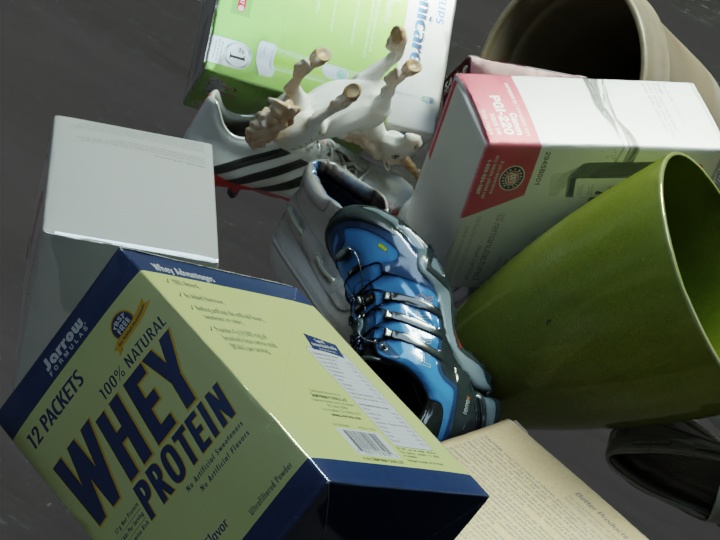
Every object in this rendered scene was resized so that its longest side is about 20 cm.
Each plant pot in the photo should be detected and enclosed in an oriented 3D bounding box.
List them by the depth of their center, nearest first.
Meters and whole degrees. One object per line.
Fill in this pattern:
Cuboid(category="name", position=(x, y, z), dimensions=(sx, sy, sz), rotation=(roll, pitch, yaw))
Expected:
Cuboid(category="plant pot", position=(0.169, 0.040, 1.619), dimensions=(0.187, 0.199, 0.188), rotation=(45, 33, -40))
Cuboid(category="plant pot", position=(0.226, -0.148, 2.010), dimensions=(0.173, 0.201, 0.200), rotation=(15, 25, -44))

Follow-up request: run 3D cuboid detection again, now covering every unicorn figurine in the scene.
Cuboid(category="unicorn figurine", position=(-0.006, -0.125, 1.755), dimensions=(0.199, 0.137, 0.074), rotation=(0, 59, -28))

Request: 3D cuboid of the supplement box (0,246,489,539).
Cuboid(category="supplement box", position=(-0.068, 0.111, 1.350), dimensions=(0.200, 0.135, 0.200), rotation=(46, 15, 27))

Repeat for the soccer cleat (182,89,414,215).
Cuboid(category="soccer cleat", position=(-0.045, -0.091, 1.824), dimensions=(0.199, 0.086, 0.069), rotation=(13, 30, -13))

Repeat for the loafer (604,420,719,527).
Cuboid(category="loafer", position=(0.269, 0.161, 1.628), dimensions=(0.199, 0.070, 0.070), rotation=(22, 34, 18))

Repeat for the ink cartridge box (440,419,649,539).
Cuboid(category="ink cartridge box", position=(0.100, 0.196, 1.454), dimensions=(0.164, 0.075, 0.200), rotation=(-11, 42, -44))

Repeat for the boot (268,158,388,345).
Cuboid(category="boot", position=(0.000, 0.000, 1.692), dimensions=(0.073, 0.096, 0.200), rotation=(-6, 39, -38))

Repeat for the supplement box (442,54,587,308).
Cuboid(category="supplement box", position=(0.122, -0.061, 1.793), dimensions=(0.108, 0.061, 0.202), rotation=(9, 71, -20))

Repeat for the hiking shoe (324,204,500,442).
Cuboid(category="hiking shoe", position=(0.024, 0.040, 1.593), dimensions=(0.086, 0.074, 0.201), rotation=(-12, 65, -46))

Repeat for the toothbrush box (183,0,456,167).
Cuboid(category="toothbrush box", position=(-0.032, -0.189, 1.871), dimensions=(0.199, 0.086, 0.147), rotation=(14, 70, -12))

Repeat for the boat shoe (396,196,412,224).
Cuboid(category="boat shoe", position=(0.121, -0.037, 1.852), dimensions=(0.199, 0.071, 0.064), rotation=(-5, 40, -34))

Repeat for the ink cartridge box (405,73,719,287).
Cuboid(category="ink cartridge box", position=(0.153, -0.064, 1.684), dimensions=(0.199, 0.146, 0.085), rotation=(-1, 44, -22))

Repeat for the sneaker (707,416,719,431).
Cuboid(category="sneaker", position=(0.341, 0.103, 1.726), dimensions=(0.075, 0.105, 0.200), rotation=(-8, 39, -37))

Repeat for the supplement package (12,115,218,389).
Cuboid(category="supplement package", position=(-0.167, -0.007, 1.548), dimensions=(0.119, 0.122, 0.200), rotation=(10, 24, -10))
